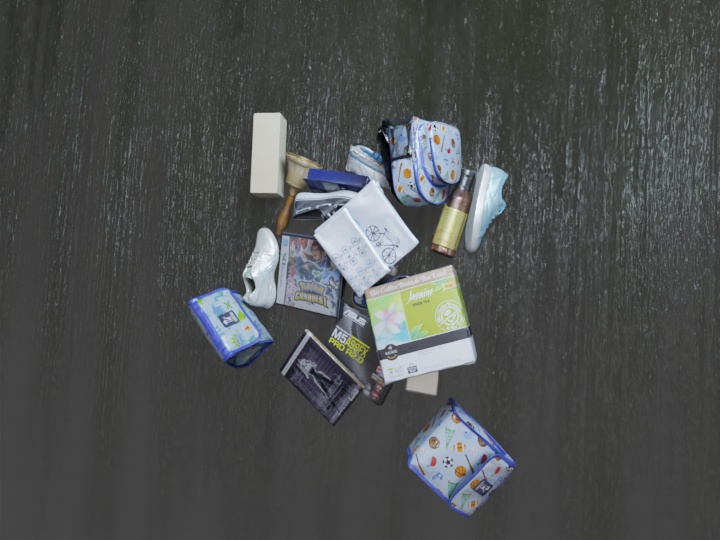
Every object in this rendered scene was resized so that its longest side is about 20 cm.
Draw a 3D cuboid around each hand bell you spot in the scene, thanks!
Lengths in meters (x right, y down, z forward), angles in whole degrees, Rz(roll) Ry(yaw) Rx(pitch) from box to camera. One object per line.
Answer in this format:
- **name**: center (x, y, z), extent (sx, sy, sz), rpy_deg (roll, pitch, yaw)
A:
- **hand bell**: center (-0.177, -0.187, 1.377), extent (0.102, 0.104, 0.206), rpy_deg (25, 104, 15)

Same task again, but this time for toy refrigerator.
- **toy refrigerator**: center (-0.238, -0.297, 1.399), extent (0.073, 0.070, 0.208), rpy_deg (1, 87, 8)

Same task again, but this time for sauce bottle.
- **sauce bottle**: center (0.223, -0.135, 1.266), extent (0.064, 0.066, 0.206), rpy_deg (19, 89, 15)

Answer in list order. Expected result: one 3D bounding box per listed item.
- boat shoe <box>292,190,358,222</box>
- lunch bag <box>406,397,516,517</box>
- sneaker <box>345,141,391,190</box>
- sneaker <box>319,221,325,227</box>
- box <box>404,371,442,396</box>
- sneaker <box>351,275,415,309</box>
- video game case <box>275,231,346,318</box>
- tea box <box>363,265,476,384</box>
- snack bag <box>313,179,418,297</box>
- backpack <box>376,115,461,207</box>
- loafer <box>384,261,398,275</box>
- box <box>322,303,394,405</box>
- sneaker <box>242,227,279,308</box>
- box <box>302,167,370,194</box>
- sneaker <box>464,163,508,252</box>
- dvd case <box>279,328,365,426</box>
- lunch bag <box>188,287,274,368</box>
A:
- **boat shoe**: center (-0.075, -0.148, 1.304), extent (0.193, 0.072, 0.070), rpy_deg (3, 65, 15)
- **lunch bag**: center (0.225, 0.424, 1.196), extent (0.200, 0.124, 0.171), rpy_deg (43, 97, 0)
- **sneaker**: center (0.047, -0.229, 1.327), extent (0.198, 0.075, 0.088), rpy_deg (36, 128, 8)
- **sneaker**: center (0.001, -0.109, 1.331), extent (0.195, 0.076, 0.118), rpy_deg (19, 74, 18)
- **box**: center (0.157, 0.177, 1.244), extent (0.075, 0.095, 0.208), rpy_deg (7, 89, 14)
- **sneaker**: center (0.066, 0.048, 1.282), extent (0.193, 0.084, 0.078), rpy_deg (-12, 83, 14)
- **video game case**: center (-0.121, 0.008, 1.330), extent (0.194, 0.025, 0.188), rpy_deg (10, 96, 30)
- **tea box**: center (0.130, 0.114, 1.139), extent (0.194, 0.133, 0.204), rpy_deg (-16, 82, 12)
- **snack bag**: center (0.014, -0.073, 1.237), extent (0.198, 0.021, 0.191), rpy_deg (-37, 89, 15)
- **backpack**: center (0.147, -0.244, 1.224), extent (0.151, 0.196, 0.198), rpy_deg (7, 99, 43)
- **loafer**: center (0.000, 0.000, 1.310), extent (0.194, 0.071, 0.065), rpy_deg (10, 89, 27)
- **box**: center (0.008, 0.202, 1.306), extent (0.197, 0.044, 0.164), rpy_deg (31, 95, 15)
- **sneaker**: center (-0.256, -0.009, 1.366), extent (0.069, 0.079, 0.208), rpy_deg (-5, 81, 43)
- **box**: center (-0.032, -0.200, 1.308), extent (0.193, 0.121, 0.033), rpy_deg (12, 78, 15)
- **sneaker**: center (0.297, -0.137, 1.243), extent (0.079, 0.074, 0.207), rpy_deg (11, 99, -2)
- **dvd case**: center (-0.097, 0.263, 1.311), extent (0.199, 0.016, 0.150), rpy_deg (42, 119, 10)
- **lunch bag**: center (-0.324, 0.142, 1.320), extent (0.127, 0.200, 0.171), rpy_deg (-42, 76, 8)
